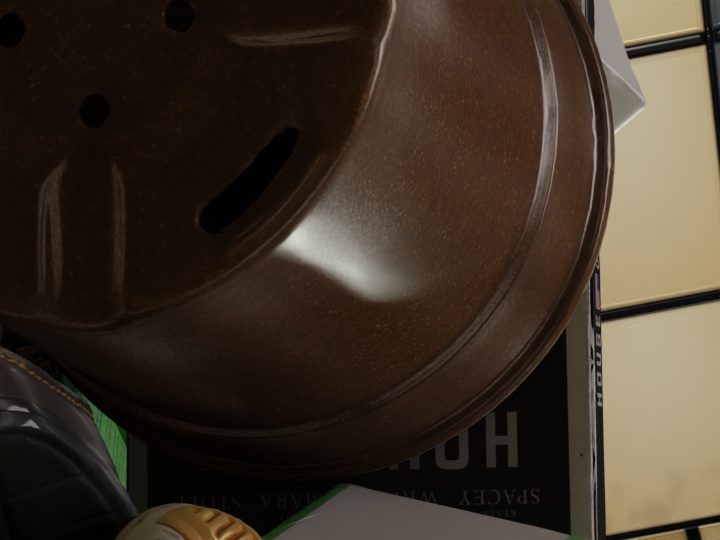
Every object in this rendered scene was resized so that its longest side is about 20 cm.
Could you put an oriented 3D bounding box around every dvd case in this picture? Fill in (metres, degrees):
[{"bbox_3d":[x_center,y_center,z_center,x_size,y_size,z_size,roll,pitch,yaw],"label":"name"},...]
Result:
[{"bbox_3d":[0.000,0.000,0.793,0.025,0.150,0.200,29,59,-74],"label":"dvd case"}]

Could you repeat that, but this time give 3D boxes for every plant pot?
[{"bbox_3d":[-0.044,-0.049,0.695,0.198,0.200,0.200,32,47,-73],"label":"plant pot"}]

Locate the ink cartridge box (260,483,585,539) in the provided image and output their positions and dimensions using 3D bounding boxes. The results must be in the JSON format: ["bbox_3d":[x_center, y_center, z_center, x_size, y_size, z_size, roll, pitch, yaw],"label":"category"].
[{"bbox_3d":[-0.005,0.176,0.706,0.146,0.084,0.200,-26,126,-71],"label":"ink cartridge box"}]

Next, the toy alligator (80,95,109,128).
[{"bbox_3d":[-0.095,-0.012,0.855,0.059,0.054,0.200,-73,158,-80],"label":"toy alligator"}]

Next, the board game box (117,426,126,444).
[{"bbox_3d":[-0.057,0.138,1.000,0.153,0.040,0.200,74,0,-65],"label":"board game box"}]

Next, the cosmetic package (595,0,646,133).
[{"bbox_3d":[-0.015,-0.080,0.973,0.123,0.199,0.200,39,21,-25],"label":"cosmetic package"}]

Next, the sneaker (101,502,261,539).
[{"bbox_3d":[-0.058,0.143,0.547,0.076,0.088,0.200,-20,116,-52],"label":"sneaker"}]

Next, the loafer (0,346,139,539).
[{"bbox_3d":[-0.091,0.050,0.578,0.200,0.073,0.072,100,-27,-69],"label":"loafer"}]

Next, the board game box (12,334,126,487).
[{"bbox_3d":[-0.084,0.110,0.767,0.200,0.023,0.105,-95,164,-60],"label":"board game box"}]
